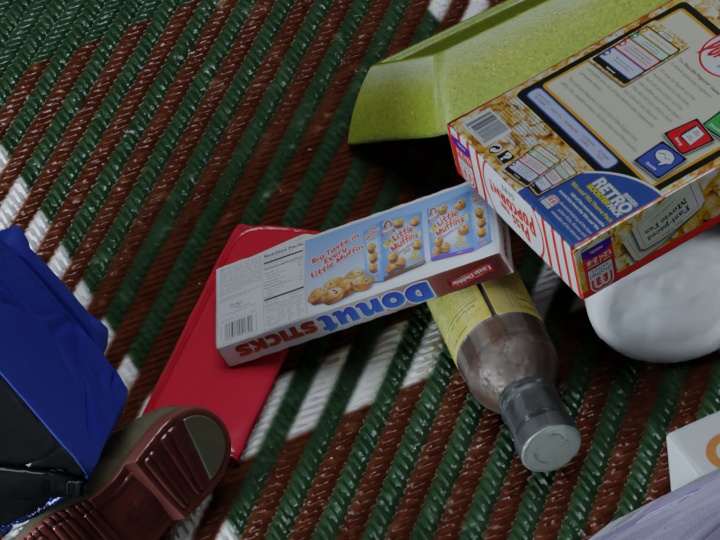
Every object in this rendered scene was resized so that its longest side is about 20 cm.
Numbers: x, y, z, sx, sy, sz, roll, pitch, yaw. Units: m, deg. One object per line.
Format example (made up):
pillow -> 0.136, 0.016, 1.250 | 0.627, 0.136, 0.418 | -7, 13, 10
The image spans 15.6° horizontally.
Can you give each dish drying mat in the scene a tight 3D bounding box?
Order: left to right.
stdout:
dish drying mat -> -0.082, 0.044, 1.730 | 0.076, 0.018, 0.201 | 9, 47, 17

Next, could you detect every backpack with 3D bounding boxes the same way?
backpack -> -0.259, 0.081, 1.607 | 0.199, 0.163, 0.168 | -29, 19, 26

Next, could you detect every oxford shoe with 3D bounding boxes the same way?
oxford shoe -> -0.166, 0.158, 1.609 | 0.200, 0.071, 0.075 | -40, 22, -22

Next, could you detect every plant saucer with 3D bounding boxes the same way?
plant saucer -> 0.096, -0.151, 1.797 | 0.199, 0.048, 0.200 | -26, 9, -17

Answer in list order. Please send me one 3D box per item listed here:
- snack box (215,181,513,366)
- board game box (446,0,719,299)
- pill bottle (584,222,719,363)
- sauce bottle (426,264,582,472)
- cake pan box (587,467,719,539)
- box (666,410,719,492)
snack box -> 0.000, 0.000, 1.690 | 0.199, 0.024, 0.072 | -19, 43, 16
board game box -> 0.176, -0.084, 1.625 | 0.199, 0.046, 0.152 | -29, 45, -12
pill bottle -> 0.188, -0.047, 1.703 | 0.116, 0.117, 0.201 | -9, 44, 1
sauce bottle -> 0.086, 0.045, 1.666 | 0.064, 0.065, 0.201 | -16, 44, -6
cake pan box -> 0.152, 0.161, 1.375 | 0.184, 0.200, 0.053 | -28, 87, -47
box -> 0.275, 0.164, 1.486 | 0.124, 0.098, 0.200 | -22, 46, -12
